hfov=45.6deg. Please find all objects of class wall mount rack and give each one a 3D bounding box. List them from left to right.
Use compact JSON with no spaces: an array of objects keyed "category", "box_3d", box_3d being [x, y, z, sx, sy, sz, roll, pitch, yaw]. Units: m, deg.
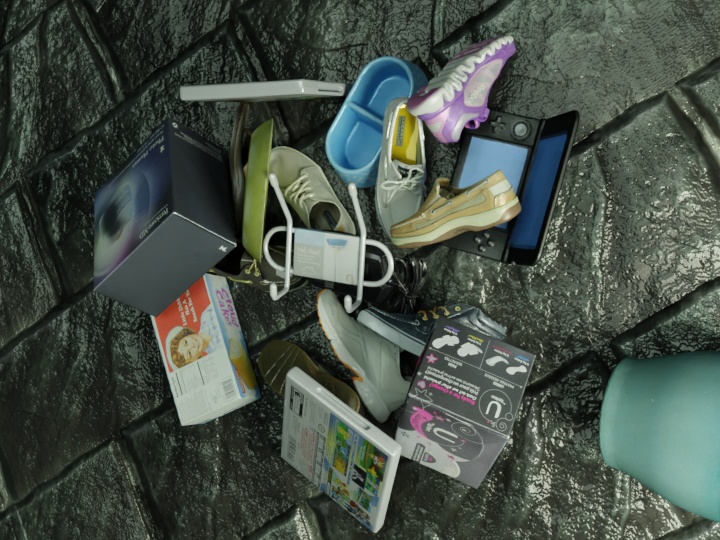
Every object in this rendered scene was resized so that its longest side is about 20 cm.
[{"category":"wall mount rack","box_3d":[-0.055,-0.041,1.140,0.196,0.074,0.178,9,107,20]}]

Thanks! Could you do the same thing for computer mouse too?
[{"category":"computer mouse","box_3d":[0.000,0.000,1.210,0.197,0.053,0.141,22,126,14]}]

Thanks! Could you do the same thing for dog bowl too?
[{"category":"dog bowl","box_3d":[0.020,-0.222,1.255,0.111,0.049,0.202,33,96,22]}]

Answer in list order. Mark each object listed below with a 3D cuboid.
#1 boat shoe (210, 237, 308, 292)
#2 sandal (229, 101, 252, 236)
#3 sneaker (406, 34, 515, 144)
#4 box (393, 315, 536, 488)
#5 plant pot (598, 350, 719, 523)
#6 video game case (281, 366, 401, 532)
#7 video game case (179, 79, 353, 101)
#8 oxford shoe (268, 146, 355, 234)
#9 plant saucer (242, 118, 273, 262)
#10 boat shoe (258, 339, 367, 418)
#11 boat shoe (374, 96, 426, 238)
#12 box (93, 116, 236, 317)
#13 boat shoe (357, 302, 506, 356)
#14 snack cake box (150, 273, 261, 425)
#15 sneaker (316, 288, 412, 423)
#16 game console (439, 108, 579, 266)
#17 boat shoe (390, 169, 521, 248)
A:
[{"category":"boat shoe","box_3d":[-0.170,-0.011,1.302,0.197,0.060,0.073,10,87,23]},{"category":"sandal","box_3d":[-0.174,-0.154,1.315,0.053,0.082,0.205,1,93,-8]},{"category":"sneaker","box_3d":[0.149,-0.245,1.171,0.200,0.089,0.080,-45,21,-25]},{"category":"box","box_3d":[0.120,0.169,1.060,0.130,0.201,0.116,21,60,7]},{"category":"plant pot","box_3d":[0.386,0.184,0.992,0.185,0.198,0.205,8,86,38]},{"category":"video game case","box_3d":[-0.033,0.245,1.159,0.181,0.022,0.202,34,140,22]},{"category":"video game case","box_3d":[-0.133,-0.262,1.252,0.196,0.182,0.023,1,100,22]},{"category":"oxford shoe","box_3d":[-0.080,-0.114,1.280,0.075,0.058,0.201,-43,69,14]},{"category":"plant saucer","box_3d":[-0.147,-0.114,1.213,0.030,0.200,0.205,5,85,-7]},{"category":"boat shoe","box_3d":[-0.070,0.168,1.237,0.199,0.066,0.072,27,78,38]},{"category":"boat shoe","box_3d":[0.063,-0.136,1.185,0.073,0.086,0.207,3,99,-6]},{"category":"box","box_3d":[-0.295,-0.078,1.273,0.199,0.122,0.201,-38,46,27]},{"category":"boat shoe","box_3d":[0.097,0.074,1.155,0.197,0.071,0.092,26,86,-8]},{"category":"snack cake box","box_3d":[-0.241,0.121,1.313,0.113,0.067,0.203,-24,75,20]},{"category":"sneaker","box_3d":[0.011,0.106,1.206,0.091,0.076,0.202,-31,92,-1]},{"category":"game console","box_3d":[0.190,-0.119,1.137,0.173,0.116,0.204,17,90,23]},{"category":"boat shoe","box_3d":[0.114,-0.086,1.127,0.197,0.072,0.077,-16,105,35]}]
